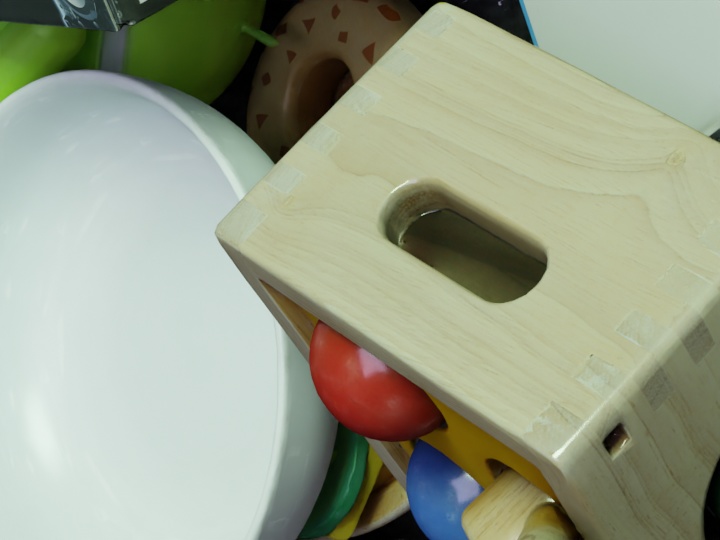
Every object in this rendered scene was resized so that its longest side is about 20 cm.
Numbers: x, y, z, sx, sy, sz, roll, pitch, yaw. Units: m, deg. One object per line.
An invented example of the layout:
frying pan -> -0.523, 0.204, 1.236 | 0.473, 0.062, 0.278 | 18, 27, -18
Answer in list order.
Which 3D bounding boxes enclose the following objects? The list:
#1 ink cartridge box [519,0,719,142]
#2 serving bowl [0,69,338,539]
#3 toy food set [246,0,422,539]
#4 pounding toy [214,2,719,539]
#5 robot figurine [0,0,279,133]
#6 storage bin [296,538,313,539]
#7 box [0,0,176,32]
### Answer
ink cartridge box -> 0.161, -0.117, 0.807 | 0.129, 0.199, 0.125 | 71, 158, 8
serving bowl -> -0.074, 0.030, 0.899 | 0.199, 0.066, 0.202 | 3, 94, 43
toy food set -> 0.000, 0.000, 0.933 | 0.198, 0.048, 0.201 | 34, 102, 54
pounding toy -> 0.060, 0.044, 0.726 | 0.142, 0.184, 0.200 | -46, 45, -11
robot figurine -> -0.125, -0.120, 0.978 | 0.199, 0.176, 0.116 | 10, 119, -1
storage bin -> -0.075, 0.181, 0.994 | 0.199, 0.094, 0.200 | 20, 100, 27
box -> -0.050, -0.146, 0.853 | 0.160, 0.200, 0.044 | 10, 128, 54
